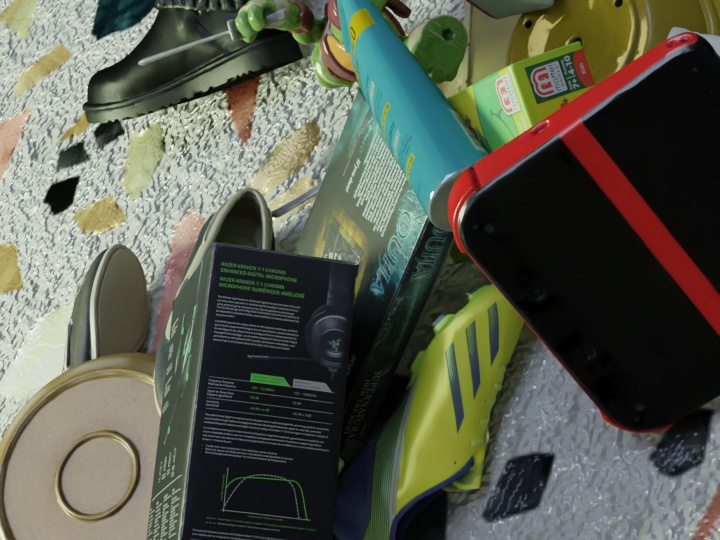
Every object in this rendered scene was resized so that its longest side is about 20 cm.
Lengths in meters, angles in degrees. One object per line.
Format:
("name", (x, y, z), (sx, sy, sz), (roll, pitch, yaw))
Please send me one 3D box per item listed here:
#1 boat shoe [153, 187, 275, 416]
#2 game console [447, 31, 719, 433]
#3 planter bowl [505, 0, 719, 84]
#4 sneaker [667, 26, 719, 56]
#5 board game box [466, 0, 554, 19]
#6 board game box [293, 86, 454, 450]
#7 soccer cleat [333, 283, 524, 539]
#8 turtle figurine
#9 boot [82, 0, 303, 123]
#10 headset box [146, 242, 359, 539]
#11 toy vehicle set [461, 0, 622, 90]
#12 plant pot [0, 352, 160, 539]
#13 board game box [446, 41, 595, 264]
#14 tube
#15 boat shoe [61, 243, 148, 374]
("boat shoe", (-0.098, 0.030, 1.361), (0.063, 0.071, 0.200), (112, 173, -49))
("game console", (0.165, -0.013, 1.067), (0.177, 0.200, 0.031), (-34, 24, 18))
("planter bowl", (0.153, -0.129, 1.218), (0.200, 0.083, 0.201), (-15, 65, 35))
("sneaker", (0.217, -0.033, 1.123), (0.115, 0.074, 0.201), (11, 96, 15))
("board game box", (0.082, -0.282, 1.209), (0.064, 0.147, 0.201), (-2, 61, 58))
("board game box", (0.000, 0.000, 1.268), (0.135, 0.028, 0.200), (60, 137, 45))
("soccer cleat", (0.056, 0.095, 1.208), (0.084, 0.065, 0.200), (33, 81, 23))
("turtle figurine", (-0.021, -0.132, 1.358), (0.194, 0.199, 0.144), (-26, 83, 67))
("boot", (-0.151, -0.215, 1.549), (0.211, 0.079, 0.158), (-18, 94, 25))
("headset box", (-0.071, 0.089, 1.200), (0.174, 0.092, 0.201), (135, 141, -71))
("toy vehicle set", (0.157, -0.171, 1.322), (0.200, 0.026, 0.125), (-20, 49, 33))
("plant pot", (-0.180, 0.146, 1.354), (0.199, 0.027, 0.201), (-9, 63, 18))
("board game box", (0.093, -0.066, 1.180), (0.047, 0.102, 0.200), (-20, 1, -17))
("tube", (0.026, -0.107, 1.192), (0.050, 0.078, 0.200), (-17, 47, -14))
("boat shoe", (-0.202, 0.071, 1.455), (0.057, 0.067, 0.201), (-19, 53, 27))
